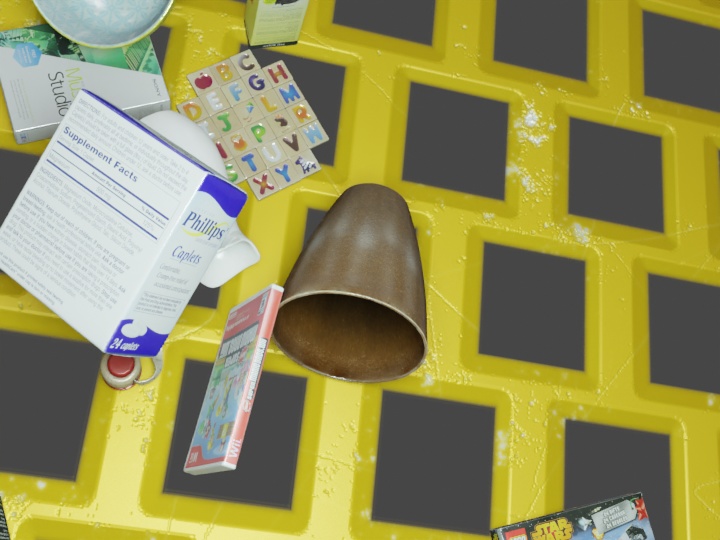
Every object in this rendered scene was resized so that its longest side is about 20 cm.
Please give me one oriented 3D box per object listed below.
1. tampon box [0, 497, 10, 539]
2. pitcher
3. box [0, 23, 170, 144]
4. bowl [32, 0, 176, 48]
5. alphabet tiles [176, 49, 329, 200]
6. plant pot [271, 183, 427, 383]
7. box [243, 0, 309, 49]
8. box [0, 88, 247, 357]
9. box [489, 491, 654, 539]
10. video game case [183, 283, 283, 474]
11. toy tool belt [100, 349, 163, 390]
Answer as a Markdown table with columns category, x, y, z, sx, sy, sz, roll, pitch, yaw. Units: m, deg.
| category | x | y | z | sx | sy | sz | roll | pitch | yaw |
| --- | --- | --- | --- | --- | --- | --- | --- | --- | --- |
| tampon box | -0.421 | 0.316 | 0.840 | 0.148 | 0.126 | 0.203 | -14 | 75 | -17 |
| pitcher | -0.210 | -0.090 | 1.011 | 0.120 | 0.172 | 0.202 | -30 | 81 | 0 |
| box | -0.358 | -0.252 | 1.103 | 0.197 | 0.036 | 0.146 | -16 | 75 | -20 |
| bowl | -0.309 | -0.378 | 1.077 | 0.196 | 0.108 | 0.204 | 0 | 99 | 2 |
| alphabet tiles | -0.143 | -0.198 | 1.152 | 0.165 | 0.006 | 0.202 | -28 | 79 | -20 |
| plant pot | 0.000 | 0.000 | 1.039 | 0.184 | 0.188 | 0.202 | 16 | 54 | -7 |
| box | -0.105 | -0.363 | 1.114 | 0.074 | 0.200 | 0.051 | -10 | 76 | -15 |
| box | -0.246 | -0.046 | 0.879 | 0.183 | 0.105 | 0.202 | 33 | 93 | 20 |
| box | 0.266 | 0.358 | 1.036 | 0.197 | 0.040 | 0.139 | -8 | 74 | -16 |
| video game case | -0.143 | 0.125 | 0.965 | 0.017 | 0.143 | 0.203 | 22 | 67 | -22 |
| toy tool belt | -0.276 | 0.025 | 0.979 | 0.123 | 0.123 | 0.203 | -1 | 71 | -13 |
